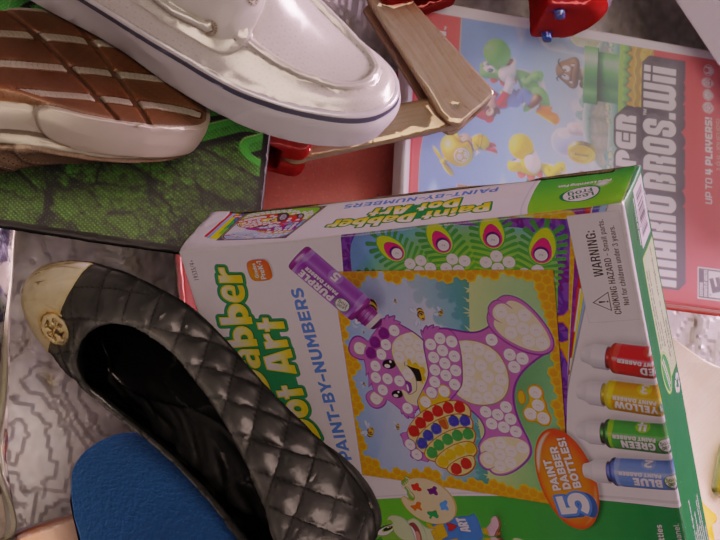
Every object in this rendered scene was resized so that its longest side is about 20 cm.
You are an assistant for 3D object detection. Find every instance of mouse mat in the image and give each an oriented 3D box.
[{"bbox_3d":[-0.135,-0.094,0.743,0.198,0.008,0.162,8,78,-14],"label":"mouse mat"}]

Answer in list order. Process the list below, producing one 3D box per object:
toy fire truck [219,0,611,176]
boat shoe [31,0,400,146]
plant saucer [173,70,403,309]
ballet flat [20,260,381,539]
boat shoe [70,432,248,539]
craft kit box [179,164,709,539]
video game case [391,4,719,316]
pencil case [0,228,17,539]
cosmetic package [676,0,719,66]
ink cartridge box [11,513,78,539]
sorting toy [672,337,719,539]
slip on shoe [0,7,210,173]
[{"bbox_3d":[0.029,-0.118,0.809,0.198,0.049,0.142,2,77,-6],"label":"toy fire truck"},{"bbox_3d":[-0.066,-0.125,0.718,0.199,0.070,0.071,29,45,-5],"label":"boat shoe"},{"bbox_3d":[0.000,0.000,0.837,0.198,0.037,0.202,-3,80,-18],"label":"plant saucer"},{"bbox_3d":[-0.075,0.062,0.703,0.200,0.067,0.057,37,44,18],"label":"ballet flat"},{"bbox_3d":[-0.068,0.159,0.715,0.084,0.069,0.200,-24,55,-20],"label":"boat shoe"},{"bbox_3d":[0.040,0.062,0.720,0.049,0.196,0.201,-53,132,-56],"label":"craft kit box"},{"bbox_3d":[0.114,-0.057,0.858,0.198,0.017,0.144,7,76,-16],"label":"video game case"},{"bbox_3d":[-0.192,0.035,0.748,0.089,0.078,0.202,-3,79,11],"label":"pencil case"},{"bbox_3d":[0.239,-0.148,0.901,0.201,0.052,0.151,55,41,-4],"label":"cosmetic package"},{"bbox_3d":[-0.054,0.177,0.796,0.199,0.050,0.163,-15,88,-16],"label":"ink cartridge box"},{"bbox_3d":[0.173,0.112,0.825,0.180,0.107,0.200,42,38,-9],"label":"sorting toy"},{"bbox_3d":[-0.164,-0.067,0.700,0.199,0.061,0.076,2,45,-30],"label":"slip on shoe"}]
